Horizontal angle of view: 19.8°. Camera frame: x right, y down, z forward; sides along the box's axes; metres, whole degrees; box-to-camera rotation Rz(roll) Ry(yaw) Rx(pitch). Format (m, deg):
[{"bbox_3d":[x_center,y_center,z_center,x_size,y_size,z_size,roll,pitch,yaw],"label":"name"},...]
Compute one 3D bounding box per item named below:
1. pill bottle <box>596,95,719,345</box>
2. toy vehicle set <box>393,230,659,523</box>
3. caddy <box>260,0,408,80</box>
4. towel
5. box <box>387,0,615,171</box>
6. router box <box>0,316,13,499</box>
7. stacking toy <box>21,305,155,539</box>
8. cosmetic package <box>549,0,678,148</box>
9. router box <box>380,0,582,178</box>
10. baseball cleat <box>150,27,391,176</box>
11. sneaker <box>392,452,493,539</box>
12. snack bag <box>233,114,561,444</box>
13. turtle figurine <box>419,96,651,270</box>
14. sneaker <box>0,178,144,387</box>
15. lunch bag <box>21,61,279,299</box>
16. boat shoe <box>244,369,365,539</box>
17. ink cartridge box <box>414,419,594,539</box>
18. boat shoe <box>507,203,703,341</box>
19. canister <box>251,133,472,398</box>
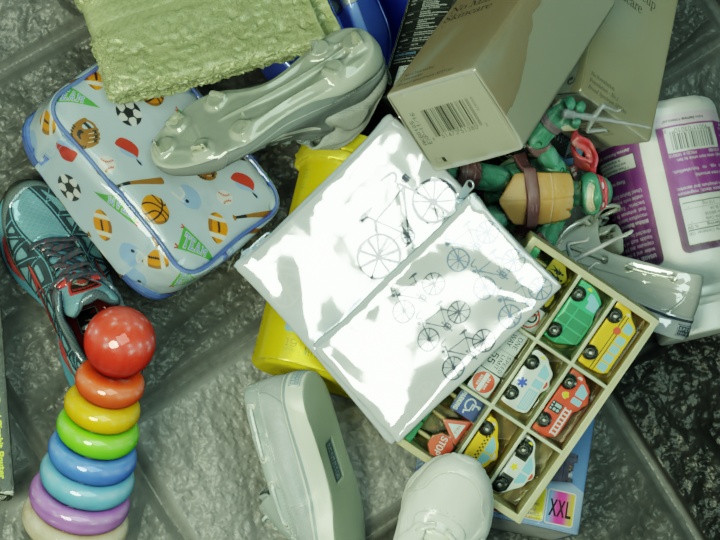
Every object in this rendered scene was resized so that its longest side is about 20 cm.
[{"bbox_3d":[0.275,-0.041,1.790,0.112,0.112,0.201,-10,83,-18],"label":"pill bottle"},{"bbox_3d":[0.131,0.085,1.643,0.124,0.027,0.201,32,100,-7],"label":"toy vehicle set"},{"bbox_3d":[-0.030,-0.235,1.736,0.141,0.105,0.201,-24,88,-18],"label":"caddy"},{"bbox_3d":[-0.127,-0.216,1.654,0.199,0.037,0.149,-18,72,-13],"label":"towel"},{"bbox_3d":[0.113,-0.174,1.615,0.078,0.095,0.200,55,44,-23],"label":"box"},{"bbox_3d":[-0.351,0.083,1.595,0.149,0.062,0.201,-3,80,-16],"label":"router box"},{"bbox_3d":[-0.200,0.119,1.576,0.085,0.086,0.201,9,118,-15],"label":"stacking toy"},{"bbox_3d":[0.207,-0.215,1.742,0.103,0.073,0.201,28,69,-40],"label":"cosmetic package"},{"bbox_3d":[0.118,-0.171,1.746,0.200,0.062,0.151,31,67,-39],"label":"router box"},{"bbox_3d":[-0.064,-0.113,1.637,0.199,0.107,0.070,-26,55,1],"label":"baseball cleat"},{"bbox_3d":[0.050,0.240,1.628,0.078,0.099,0.201,21,111,0],"label":"sneaker"},{"bbox_3d":[0.026,0.003,1.621,0.188,0.021,0.200,-43,83,12],"label":"snack bag"},{"bbox_3d":[0.140,-0.058,1.676,0.199,0.101,0.151,-7,87,-12],"label":"turtle figurine"},{"bbox_3d":[-0.220,0.012,1.639,0.079,0.095,0.201,-28,89,-20],"label":"sneaker"},{"bbox_3d":[-0.164,-0.081,1.671,0.200,0.075,0.160,52,46,-4],"label":"lunch bag"},{"bbox_3d":[-0.047,0.177,1.674,0.071,0.070,0.202,-6,106,24],"label":"boat shoe"},{"bbox_3d":[0.125,0.114,1.736,0.136,0.076,0.201,13,75,-14],"label":"ink cartridge box"},{"bbox_3d":[0.197,-0.017,1.735,0.201,0.074,0.087,24,97,29],"label":"boat shoe"},{"bbox_3d":[0.000,0.000,1.714,0.148,0.087,0.201,17,77,-14],"label":"canister"}]
